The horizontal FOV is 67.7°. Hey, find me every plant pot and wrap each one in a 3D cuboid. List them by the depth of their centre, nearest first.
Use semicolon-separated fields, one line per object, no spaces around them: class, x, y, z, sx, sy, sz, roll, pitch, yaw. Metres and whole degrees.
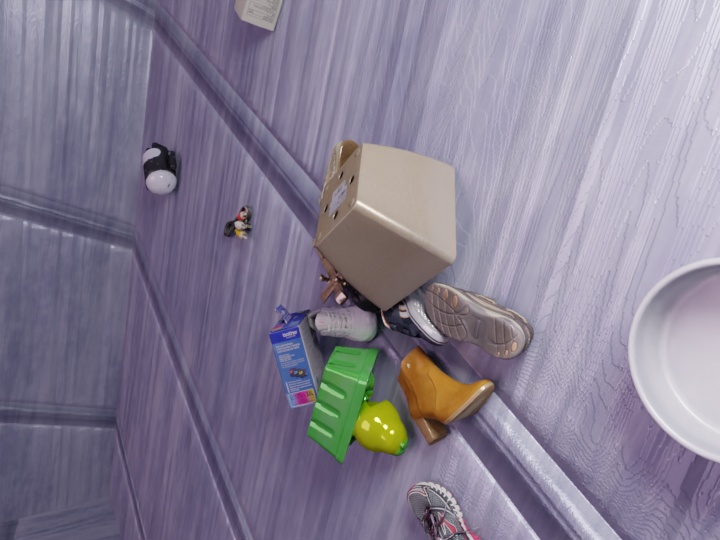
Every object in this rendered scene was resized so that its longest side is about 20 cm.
plant pot;0.032;-0.089;0.906;0.199;0.173;0.206;-38;35;45

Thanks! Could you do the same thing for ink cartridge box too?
ink cartridge box;-0.136;0.174;1.173;0.137;0.073;0.208;-63;-39;-80

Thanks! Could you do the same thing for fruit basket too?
fruit basket;0.009;0.274;1.052;0.207;0.156;0.224;4;108;11

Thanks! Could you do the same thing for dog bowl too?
dog bowl;0.391;0.091;0.557;0.197;0.077;0.209;-2;88;53

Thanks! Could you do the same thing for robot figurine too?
robot figurine;-0.788;-0.397;2.111;0.151;0.120;0.206;123;135;-58

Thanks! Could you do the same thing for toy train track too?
toy train track;-0.077;-0.007;1.204;0.115;0.032;0.203;-48;46;22

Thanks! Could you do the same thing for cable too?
cable;-0.376;-0.145;1.610;0.197;0.049;0.101;6;94;52

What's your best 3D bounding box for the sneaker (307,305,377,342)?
sneaker;-0.043;0.112;1.121;0.197;0.097;0.081;-11;80;52

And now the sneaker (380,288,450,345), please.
sneaker;0.093;0.084;0.959;0.081;0.076;0.201;-65;32;21

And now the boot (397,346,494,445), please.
boot;0.131;0.189;0.910;0.147;0.069;0.203;62;140;28

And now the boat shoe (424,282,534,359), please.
boat shoe;0.183;0.076;0.843;0.198;0.072;0.077;33;118;43

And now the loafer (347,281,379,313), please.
loafer;0.000;0.000;1.091;0.067;0.070;0.205;-28;47;16

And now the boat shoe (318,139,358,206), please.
boat shoe;-0.046;-0.176;1.160;0.062;0.071;0.208;14;91;57

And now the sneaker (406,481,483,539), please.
sneaker;0.141;0.437;0.893;0.199;0.073;0.083;39;120;47

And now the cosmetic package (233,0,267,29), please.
cosmetic package;-0.252;-0.758;1.407;0.088;0.101;0.203;56;129;38
